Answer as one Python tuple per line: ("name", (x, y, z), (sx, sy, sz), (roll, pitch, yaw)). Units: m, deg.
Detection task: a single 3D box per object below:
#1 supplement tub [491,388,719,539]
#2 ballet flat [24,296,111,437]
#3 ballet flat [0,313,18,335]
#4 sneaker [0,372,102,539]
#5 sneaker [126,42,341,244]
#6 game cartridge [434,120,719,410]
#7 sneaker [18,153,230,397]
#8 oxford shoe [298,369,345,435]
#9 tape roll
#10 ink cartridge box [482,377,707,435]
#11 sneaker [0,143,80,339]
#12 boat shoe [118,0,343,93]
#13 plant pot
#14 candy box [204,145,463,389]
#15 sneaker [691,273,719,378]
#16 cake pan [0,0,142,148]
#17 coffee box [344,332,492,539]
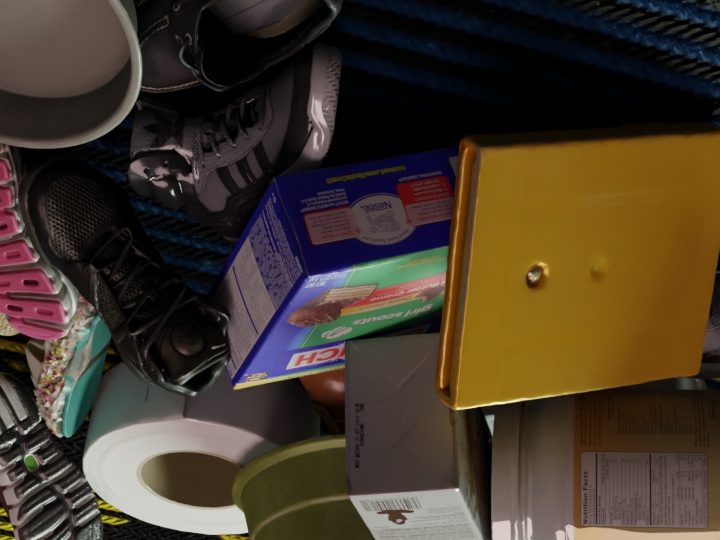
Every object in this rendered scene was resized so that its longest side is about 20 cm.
("supplement tub", (0.194, 0.156, 1.242), (0.197, 0.146, 0.145), (0, 145, 9))
("ballet flat", (-0.232, 0.056, 1.384), (0.064, 0.076, 0.201), (32, 139, 7))
("ballet flat", (-0.284, -0.018, 1.271), (0.065, 0.071, 0.200), (-10, 143, 25))
("sneaker", (-0.290, 0.169, 1.494), (0.115, 0.075, 0.202), (12, 126, 60))
("sneaker", (-0.089, -0.088, 1.138), (0.113, 0.076, 0.200), (15, 147, -17))
("game cartridge", (0.146, -0.006, 1.131), (0.198, 0.032, 0.178), (-6, 112, -28))
("sneaker", (-0.149, 0.008, 1.175), (0.114, 0.076, 0.201), (19, 144, 52))
("oxford shoe", (-0.007, 0.106, 1.409), (0.071, 0.072, 0.200), (-13, 139, 27))
("tape roll", (-0.135, 0.149, 1.486), (0.200, 0.071, 0.203), (4, 145, 3))
("ink cartridge box", (0.167, 0.110, 1.377), (0.198, 0.086, 0.148), (-7, 142, 20))
("sneaker", (-0.242, -0.054, 1.217), (0.073, 0.088, 0.201), (-9, 119, 23))
("boat shoe", (-0.080, -0.145, 1.065), (0.198, 0.067, 0.074), (-19, 139, 31))
("plant pot", (-0.004, 0.259, 1.404), (0.197, 0.192, 0.201), (-3, 150, -2))
("candy box", (0.000, 0.000, 1.184), (0.167, 0.078, 0.200), (-11, 160, -23))
("sneaker", (0.209, 0.021, 1.238), (0.198, 0.076, 0.114), (-7, 146, 21))
("cake pan", (-0.223, -0.158, 1.067), (0.198, 0.037, 0.201), (10, 141, 9))
("coffee box", (0.047, 0.139, 1.242), (0.079, 0.116, 0.200), (-6, 153, 11))
